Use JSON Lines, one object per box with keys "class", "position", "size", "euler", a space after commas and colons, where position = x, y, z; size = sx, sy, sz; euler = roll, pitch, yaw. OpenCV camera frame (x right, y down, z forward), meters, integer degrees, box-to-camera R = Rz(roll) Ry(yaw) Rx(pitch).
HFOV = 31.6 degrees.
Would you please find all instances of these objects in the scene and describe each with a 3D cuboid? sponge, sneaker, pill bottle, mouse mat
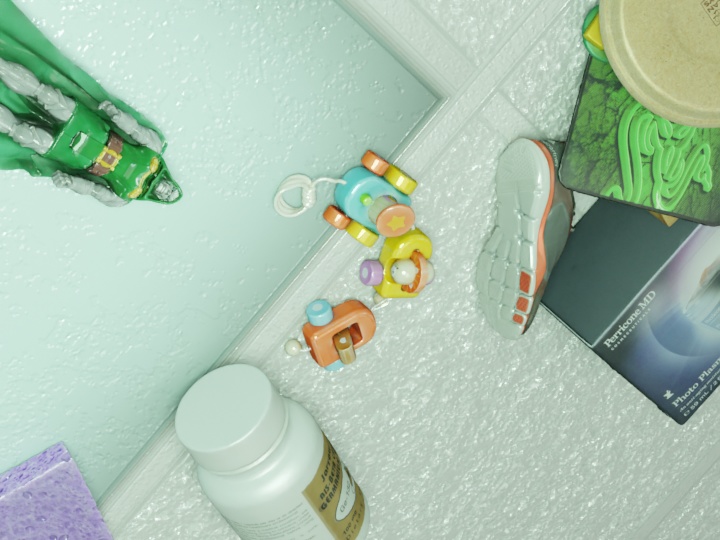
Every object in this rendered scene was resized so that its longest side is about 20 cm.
{"class": "sponge", "position": [-0.313, 0.233, 1.054], "size": [0.200, 0.030, 0.112], "euler": [-29, 131, -14]}
{"class": "sneaker", "position": [0.165, -0.027, 1.160], "size": [0.082, 0.077, 0.200], "euler": [-13, 127, -33]}
{"class": "pill bottle", "position": [-0.077, 0.176, 1.109], "size": [0.114, 0.114, 0.200], "euler": [-36, 132, -7]}
{"class": "mouse mat", "position": [0.268, -0.150, 1.101], "size": [0.161, 0.008, 0.200], "euler": [13, 96, -7]}

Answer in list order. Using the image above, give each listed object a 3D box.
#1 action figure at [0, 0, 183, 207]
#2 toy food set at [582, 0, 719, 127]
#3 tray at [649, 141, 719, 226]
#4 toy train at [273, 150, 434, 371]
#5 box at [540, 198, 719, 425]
{"class": "action figure", "position": [-0.200, -0.094, 0.898], "size": [0.200, 0.055, 0.118], "euler": [29, 98, -46]}
{"class": "toy food set", "position": [0.292, -0.221, 1.069], "size": [0.198, 0.049, 0.200], "euler": [36, 92, -8]}
{"class": "tray", "position": [0.315, -0.141, 1.159], "size": [0.200, 0.099, 0.037], "euler": [-45, 138, 1]}
{"class": "toy train", "position": [0.000, 0.000, 1.082], "size": [0.150, 0.056, 0.200], "euler": [-25, 130, -17]}
{"class": "box", "position": [0.301, 0.014, 1.239], "size": [0.200, 0.123, 0.198], "euler": [-50, 131, 5]}
